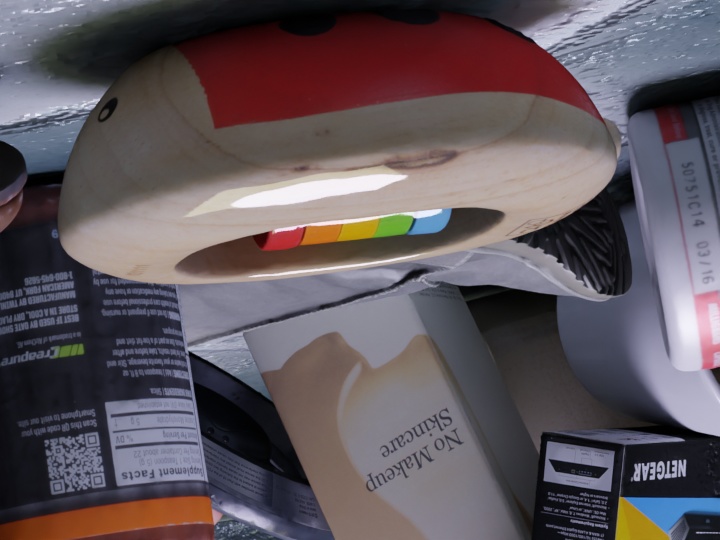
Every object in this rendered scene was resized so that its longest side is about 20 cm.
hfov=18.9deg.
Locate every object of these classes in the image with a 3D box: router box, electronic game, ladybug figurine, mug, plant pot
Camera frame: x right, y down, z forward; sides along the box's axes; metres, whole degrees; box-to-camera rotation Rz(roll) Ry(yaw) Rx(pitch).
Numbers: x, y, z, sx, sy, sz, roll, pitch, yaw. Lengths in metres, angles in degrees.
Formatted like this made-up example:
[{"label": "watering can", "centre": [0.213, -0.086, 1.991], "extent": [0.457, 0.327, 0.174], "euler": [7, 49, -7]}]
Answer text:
[{"label": "router box", "centre": [0.151, 0.155, 1.105], "extent": [0.051, 0.150, 0.199], "euler": [6, -178, 33]}, {"label": "electronic game", "centre": [-0.086, 0.089, 1.187], "extent": [0.199, 0.042, 0.200], "euler": [31, -173, -5]}, {"label": "ladybug figurine", "centre": [-0.006, -0.043, 0.734], "extent": [0.198, 0.073, 0.136], "euler": [-6, 169, -20]}, {"label": "mug", "centre": [0.193, 0.018, 1.105], "extent": [0.185, 0.151, 0.153], "euler": [3, 173, -29]}, {"label": "plant pot", "centre": [0.164, 0.091, 1.290], "extent": [0.176, 0.201, 0.200], "euler": [-23, -174, -10]}]

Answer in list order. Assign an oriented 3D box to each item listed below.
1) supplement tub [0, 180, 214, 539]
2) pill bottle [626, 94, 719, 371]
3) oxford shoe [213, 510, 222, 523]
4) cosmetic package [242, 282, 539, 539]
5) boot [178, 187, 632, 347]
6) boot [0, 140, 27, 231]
[{"label": "supplement tub", "centre": [-0.118, 0.070, 0.891], "extent": [0.106, 0.202, 0.107], "euler": [-9, 171, -1]}, {"label": "pill bottle", "centre": [0.220, -0.030, 0.919], "extent": [0.198, 0.115, 0.114], "euler": [-11, 170, 6]}, {"label": "oxford shoe", "centre": [-0.170, 0.103, 1.145], "extent": [0.199, 0.074, 0.071], "euler": [35, -179, -14]}, {"label": "cosmetic package", "centre": [0.030, 0.096, 1.137], "extent": [0.105, 0.201, 0.071], "euler": [-34, 161, 23]}, {"label": "boot", "centre": [0.000, -0.002, 0.985], "extent": [0.199, 0.073, 0.181], "euler": [-25, 150, 34]}, {"label": "boot", "centre": [-0.158, 0.056, 0.784], "extent": [0.185, 0.201, 0.064], "euler": [-7, -153, 33]}]
